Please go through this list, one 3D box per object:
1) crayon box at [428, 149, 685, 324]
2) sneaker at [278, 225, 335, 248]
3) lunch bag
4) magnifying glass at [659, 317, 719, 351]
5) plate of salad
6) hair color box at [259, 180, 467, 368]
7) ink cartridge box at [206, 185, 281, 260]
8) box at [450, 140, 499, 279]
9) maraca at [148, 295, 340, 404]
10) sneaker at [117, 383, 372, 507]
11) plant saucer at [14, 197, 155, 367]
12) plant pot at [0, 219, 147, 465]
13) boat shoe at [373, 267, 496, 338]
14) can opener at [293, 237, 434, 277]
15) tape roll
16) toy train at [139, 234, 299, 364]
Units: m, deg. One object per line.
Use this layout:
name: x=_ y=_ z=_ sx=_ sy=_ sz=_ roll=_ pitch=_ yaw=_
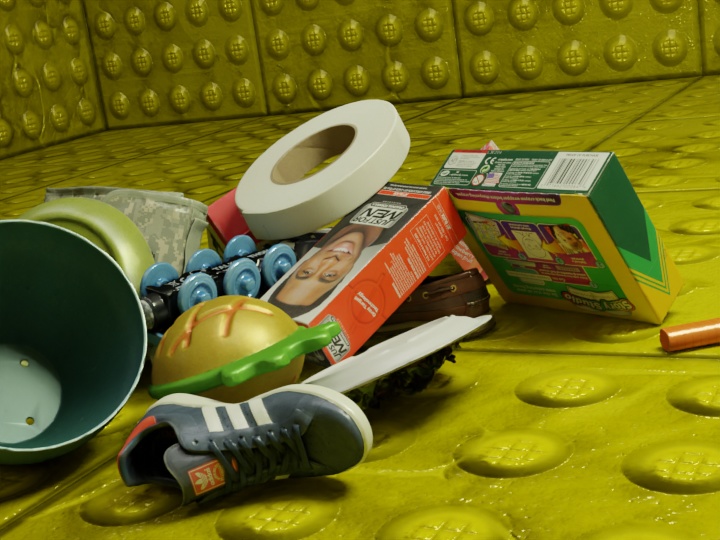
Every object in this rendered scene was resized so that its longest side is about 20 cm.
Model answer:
crayon box: x=0.186 y=-0.035 z=1.096 sx=0.198 sy=0.173 sz=0.059 roll=9 pitch=55 yaw=49
sneaker: x=-0.037 y=-0.010 z=1.332 sx=0.128 sy=0.081 sz=0.198 roll=-17 pitch=17 yaw=-25
lunch bag: x=-0.248 y=0.003 z=1.184 sx=0.197 sy=0.167 sz=0.117 roll=2 pitch=-11 yaw=38
magnifying glass: x=0.359 y=0.044 z=0.996 sx=0.196 sy=0.023 sz=0.080 roll=-8 pitch=14 yaw=-5
plate of salad: x=0.023 y=0.087 z=0.951 sx=0.197 sy=0.049 sz=0.200 roll=-25 pitch=-2 yaw=-1
hair color box: x=0.000 y=0.000 z=1.097 sx=0.200 sy=0.062 sz=0.101 roll=-46 pitch=31 yaw=-25
ink cartridge box: x=-0.120 y=-0.060 z=1.362 sx=0.115 sy=0.068 sz=0.200 roll=-35 pitch=-9 yaw=-14
box: x=0.147 y=-0.073 z=1.357 sx=0.094 sy=0.103 sz=0.200 roll=-39 pitch=5 yaw=16
maraca: x=-0.099 y=0.074 z=0.940 sx=0.136 sy=0.109 sz=0.199 roll=-28 pitch=9 yaw=-36
sneaker: x=-0.088 y=0.133 z=0.821 sx=0.197 sy=0.076 sz=0.085 roll=-8 pitch=19 yaw=28
plant saucer: x=-0.294 y=0.024 z=1.111 sx=0.196 sy=0.204 sz=0.031 roll=-6 pitch=-12 yaw=12
plant pot: x=-0.290 y=0.079 z=0.965 sx=0.197 sy=0.202 sz=0.135 roll=-16 pitch=-20 yaw=-30
boat shoe: x=0.044 y=0.025 z=1.158 sx=0.197 sy=0.069 sz=0.072 roll=1 pitch=16 yaw=34
can opener: x=0.010 y=0.015 z=1.244 sx=0.197 sy=0.080 sz=0.063 roll=9 pitch=18 yaw=21
tape roll: x=-0.042 y=-0.109 z=1.214 sx=0.200 sy=0.037 sz=0.204 roll=-24 pitch=28 yaw=13
toy train: x=-0.132 y=0.039 z=1.113 sx=0.086 sy=0.116 sz=0.198 roll=12 pitch=24 yaw=40
